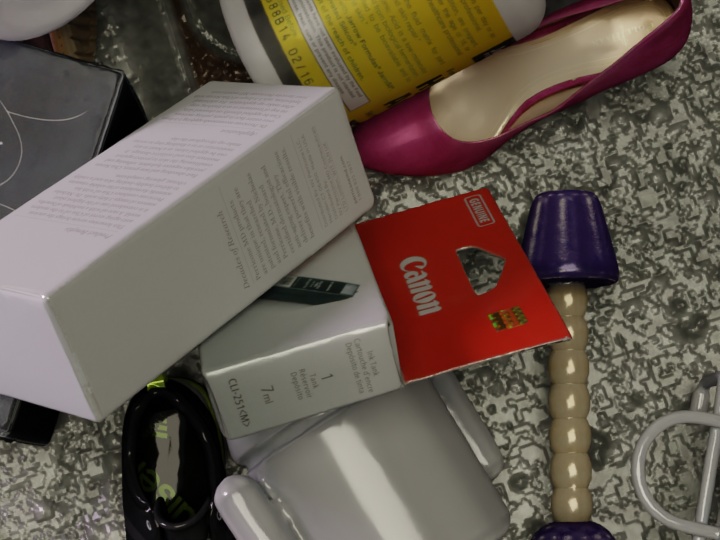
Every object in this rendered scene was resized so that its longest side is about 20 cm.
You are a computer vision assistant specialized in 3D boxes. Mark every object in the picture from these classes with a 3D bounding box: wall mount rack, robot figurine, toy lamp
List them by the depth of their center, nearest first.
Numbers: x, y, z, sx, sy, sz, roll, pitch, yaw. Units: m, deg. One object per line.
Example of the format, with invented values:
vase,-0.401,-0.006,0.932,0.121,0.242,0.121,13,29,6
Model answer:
robot figurine,0.002,0.109,0.874,0.169,0.113,0.201,-24,80,-40
wall mount rack,0.229,0.153,0.883,0.198,0.075,0.175,14,79,-2
toy lamp,0.115,0.058,0.901,0.058,0.058,0.202,-2,83,1

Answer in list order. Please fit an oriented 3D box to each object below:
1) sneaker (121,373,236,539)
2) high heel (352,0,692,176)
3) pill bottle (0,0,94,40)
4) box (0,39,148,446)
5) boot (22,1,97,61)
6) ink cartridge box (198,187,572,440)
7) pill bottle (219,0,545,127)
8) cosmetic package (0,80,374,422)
sneaker,-0.099,0.150,0.885,0.071,0.083,0.202,-13,82,0
high heel,0.087,-0.107,0.912,0.199,0.096,0.068,-16,82,-1
pill bottle,-0.218,-0.219,0.854,0.200,0.116,0.116,41,84,22
box,-0.240,-0.029,0.893,0.195,0.124,0.201,17,82,2
boot,-0.251,-0.180,0.954,0.165,0.072,0.201,-21,82,8
ink cartridge box,0.000,0.000,0.854,0.172,0.200,0.044,-17,116,-1
pill bottle,0.032,-0.159,0.893,0.199,0.111,0.112,-27,82,12
cosmetic package,-0.098,-0.017,0.810,0.200,0.101,0.072,-38,122,-35
